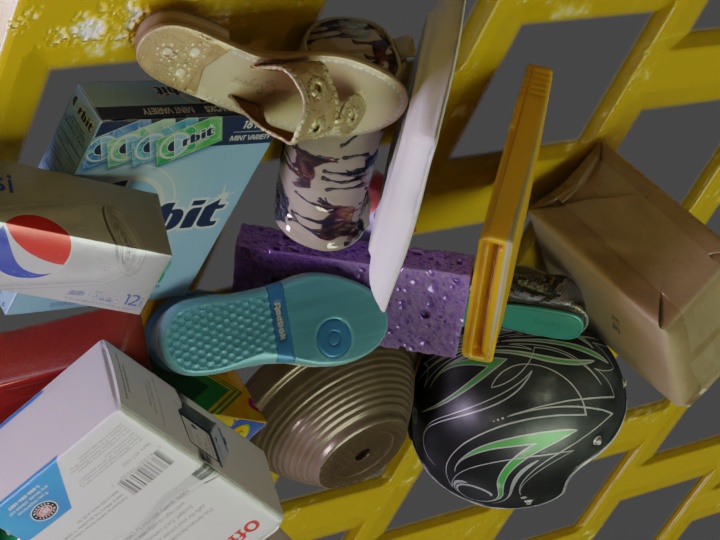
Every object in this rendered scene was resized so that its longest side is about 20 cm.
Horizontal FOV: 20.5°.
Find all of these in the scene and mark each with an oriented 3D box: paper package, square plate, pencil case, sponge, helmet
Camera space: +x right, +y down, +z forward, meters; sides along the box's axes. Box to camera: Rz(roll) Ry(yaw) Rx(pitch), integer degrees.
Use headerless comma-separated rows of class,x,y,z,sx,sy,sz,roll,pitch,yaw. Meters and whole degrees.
paper package,0.264,0.006,1.880,0.103,0.191,0.200,-43,153,-8
square plate,0.042,-0.103,1.539,0.028,0.199,0.201,14,139,-3
pencil case,-0.016,-0.102,1.544,0.089,0.078,0.201,3,140,-9
sponge,-0.009,0.017,1.669,0.198,0.030,0.112,9,142,2
helmet,0.153,0.124,1.941,0.199,0.201,0.191,-14,152,-33

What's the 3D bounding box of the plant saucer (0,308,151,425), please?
plant saucer,-0.258,0.131,1.591,0.198,0.037,0.201,-14,132,-10

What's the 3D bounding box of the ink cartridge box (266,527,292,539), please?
ink cartridge box,-0.147,0.295,1.897,0.125,0.200,0.129,-30,156,-46

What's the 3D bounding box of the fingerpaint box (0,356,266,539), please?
fingerpaint box,-0.210,0.163,1.743,0.200,0.074,0.166,-46,148,20

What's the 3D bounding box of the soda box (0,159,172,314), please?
soda box,-0.235,-0.029,1.376,0.199,0.069,0.064,12,130,-27

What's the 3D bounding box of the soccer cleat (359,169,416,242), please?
soccer cleat,0.000,0.000,1.716,0.066,0.077,0.201,-17,146,-29

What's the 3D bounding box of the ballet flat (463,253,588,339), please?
ballet flat,0.114,0.021,1.861,0.199,0.072,0.072,7,141,-5

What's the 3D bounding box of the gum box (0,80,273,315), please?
gum box,-0.169,-0.056,1.491,0.169,0.045,0.200,-6,141,-41

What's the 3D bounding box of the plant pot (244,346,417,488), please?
plant pot,-0.019,0.140,1.889,0.200,0.093,0.201,-26,149,-17

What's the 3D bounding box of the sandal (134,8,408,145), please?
sandal,-0.060,-0.117,1.404,0.210,0.070,0.078,16,130,-24

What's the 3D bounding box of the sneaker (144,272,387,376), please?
sneaker,-0.087,0.044,1.647,0.198,0.080,0.130,-2,180,-22

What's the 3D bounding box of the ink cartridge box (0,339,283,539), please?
ink cartridge box,-0.181,0.168,1.567,0.146,0.086,0.200,-38,132,14

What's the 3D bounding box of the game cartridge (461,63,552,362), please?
game cartridge,0.125,-0.051,1.687,0.032,0.201,0.177,11,144,5
